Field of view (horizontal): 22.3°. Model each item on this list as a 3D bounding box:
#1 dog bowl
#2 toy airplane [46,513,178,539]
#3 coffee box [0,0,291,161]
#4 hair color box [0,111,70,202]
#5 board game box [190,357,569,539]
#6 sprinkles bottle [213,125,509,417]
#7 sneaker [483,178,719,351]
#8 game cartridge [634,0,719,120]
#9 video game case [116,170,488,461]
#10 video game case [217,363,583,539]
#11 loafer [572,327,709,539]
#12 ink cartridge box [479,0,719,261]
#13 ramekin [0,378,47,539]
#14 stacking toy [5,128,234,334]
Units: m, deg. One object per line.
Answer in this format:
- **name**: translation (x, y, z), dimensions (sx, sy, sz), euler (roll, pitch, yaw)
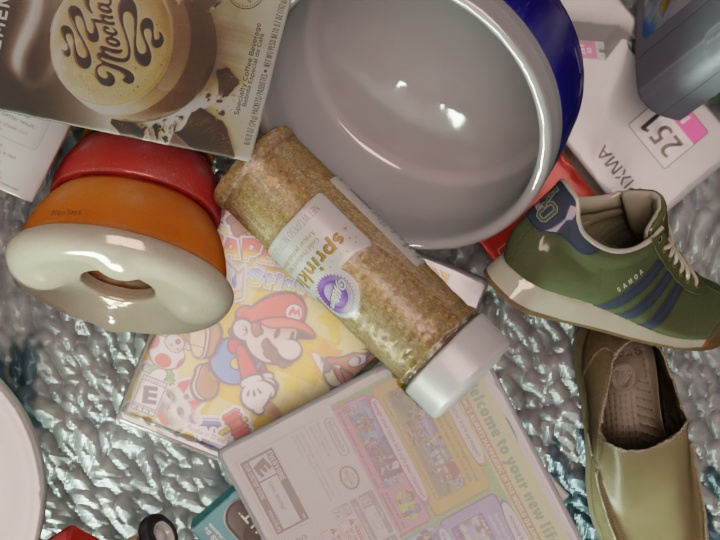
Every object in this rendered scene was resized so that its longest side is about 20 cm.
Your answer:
- **dog bowl**: translation (0.037, -0.116, 1.152), dimensions (0.200, 0.079, 0.200), euler (14, 129, 18)
- **toy airplane**: translation (-0.123, 0.271, 1.163), dimensions (0.199, 0.141, 0.200), euler (15, 120, 11)
- **coffee box**: translation (-0.154, -0.143, 1.080), dimensions (0.200, 0.080, 0.113), euler (10, 104, -19)
- **hair color box**: translation (-0.213, -0.158, 1.136), dimensions (0.111, 0.064, 0.200), euler (25, 99, -21)
- **board game box**: translation (0.012, 0.156, 1.205), dimensions (0.200, 0.047, 0.151), euler (-42, 93, -2)
- **sprinkles bottle**: translation (0.000, 0.000, 1.135), dimensions (0.200, 0.068, 0.068), euler (44, 88, 7)
- **sneaker**: translation (0.181, -0.007, 1.176), dimensions (0.200, 0.067, 0.090), euler (11, 119, -32)
- **game cartridge**: translation (0.225, -0.203, 1.170), dimensions (0.040, 0.133, 0.200), euler (17, 64, -14)
- **video game case**: translation (-0.039, 0.053, 1.234), dimensions (0.200, 0.023, 0.182), euler (22, 89, -3)
- **video game case**: translation (0.034, 0.161, 1.172), dimensions (0.182, 0.022, 0.200), euler (-28, 91, -2)
- **loafer**: translation (0.186, 0.126, 1.224), dimensions (0.076, 0.067, 0.200), euler (-16, 92, -3)
- **ink cartridge box**: translation (0.125, -0.102, 1.231), dimensions (0.174, 0.044, 0.200), euler (-40, 93, -3)
- **ramekin**: translation (-0.299, 0.137, 1.185), dimensions (0.202, 0.094, 0.202), euler (0, 92, -3)
- **stacking toy**: translation (-0.137, -0.069, 1.182), dimensions (0.146, 0.146, 0.200), euler (13, 68, -3)
